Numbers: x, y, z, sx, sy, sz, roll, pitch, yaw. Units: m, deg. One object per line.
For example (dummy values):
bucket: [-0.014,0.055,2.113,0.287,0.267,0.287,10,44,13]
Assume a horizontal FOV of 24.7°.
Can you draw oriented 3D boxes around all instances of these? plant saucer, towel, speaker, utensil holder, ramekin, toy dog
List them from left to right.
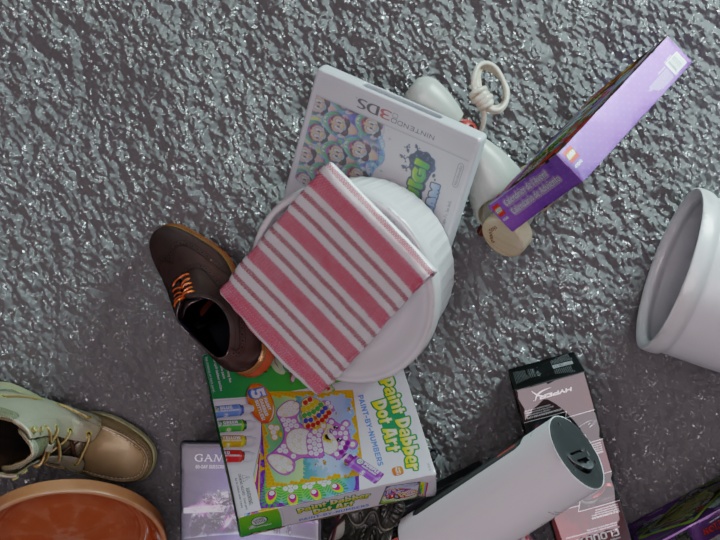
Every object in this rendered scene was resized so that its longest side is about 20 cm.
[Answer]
plant saucer: [-0.298,0.275,1.680,0.200,0.032,0.201,-5,135,-5]
towel: [-0.033,0.010,1.562,0.146,0.030,0.200,46,122,6]
ramekin: [0.000,0.000,1.612,0.202,0.094,0.203,10,115,23]
toy dog: [0.110,-0.102,1.666,0.132,0.096,0.200,-23,86,-39]
speaker: [0.133,0.221,1.564,0.200,0.081,0.081,-38,93,27]
utensil holder: [0.398,0.030,1.631,0.200,0.170,0.170,19,95,-2]

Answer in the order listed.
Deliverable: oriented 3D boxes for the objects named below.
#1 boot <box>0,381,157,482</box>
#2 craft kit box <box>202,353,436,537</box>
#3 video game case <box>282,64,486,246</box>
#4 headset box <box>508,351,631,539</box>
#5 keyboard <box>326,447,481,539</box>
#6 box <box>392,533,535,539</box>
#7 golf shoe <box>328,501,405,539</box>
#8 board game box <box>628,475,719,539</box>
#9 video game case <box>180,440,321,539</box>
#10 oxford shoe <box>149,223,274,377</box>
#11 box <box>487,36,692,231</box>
boot: [-0.310,0.176,1.661,0.200,0.155,0.072,21,95,0]
craft kit box: [-0.044,0.152,1.638,0.197,0.049,0.200,-10,52,-10]
video game case: [0.015,-0.080,1.641,0.182,0.024,0.200,25,120,15]
headset box: [0.212,0.194,1.656,0.075,0.149,0.200,-16,94,4]
keyboard: [0.045,0.257,1.729,0.200,0.021,0.127,-28,94,2]
box: [0.089,0.320,1.679,0.200,0.103,0.095,-28,126,2]
golf shoe: [-0.002,0.287,1.649,0.077,0.088,0.200,21,72,3]
board game box: [0.311,0.266,1.675,0.200,0.120,0.032,-29,96,4]
video game case: [-0.111,0.272,1.663,0.143,0.019,0.200,0,92,1]
oxford shoe: [-0.161,0.021,1.655,0.071,0.073,0.200,-49,60,14]
box: [0.221,-0.132,1.593,0.039,0.137,0.200,46,59,-2]
